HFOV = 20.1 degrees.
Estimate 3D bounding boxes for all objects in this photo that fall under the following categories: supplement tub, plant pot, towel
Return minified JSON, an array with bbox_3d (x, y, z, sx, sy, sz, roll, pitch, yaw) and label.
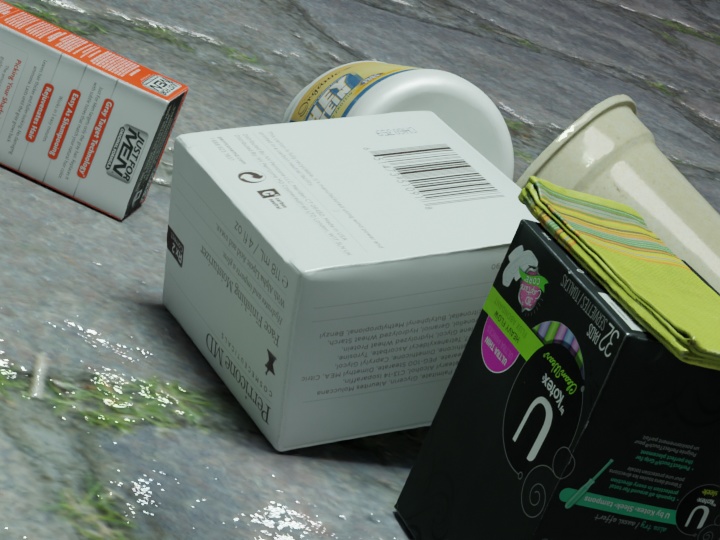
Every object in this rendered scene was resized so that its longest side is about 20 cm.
[{"bbox_3d":[0.021,-0.091,1.603,0.144,0.145,0.200,16,2,-21],"label":"supplement tub"},{"bbox_3d":[0.217,-0.005,1.620,0.183,0.201,0.200,42,23,17],"label":"plant pot"},{"bbox_3d":[0.164,0.003,1.121,0.086,0.018,0.200,11,22,-28],"label":"towel"}]

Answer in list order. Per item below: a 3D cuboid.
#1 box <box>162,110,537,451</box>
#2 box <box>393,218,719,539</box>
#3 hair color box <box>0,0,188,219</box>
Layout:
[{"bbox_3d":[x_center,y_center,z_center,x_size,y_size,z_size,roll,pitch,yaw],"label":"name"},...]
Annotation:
[{"bbox_3d":[0.000,0.000,1.318,0.200,0.131,0.199,-8,31,-27],"label":"box"},{"bbox_3d":[0.130,0.099,1.160,0.124,0.200,0.149,13,21,-26],"label":"box"},{"bbox_3d":[-0.241,-0.128,1.506,0.200,0.102,0.061,26,18,4],"label":"hair color box"}]
